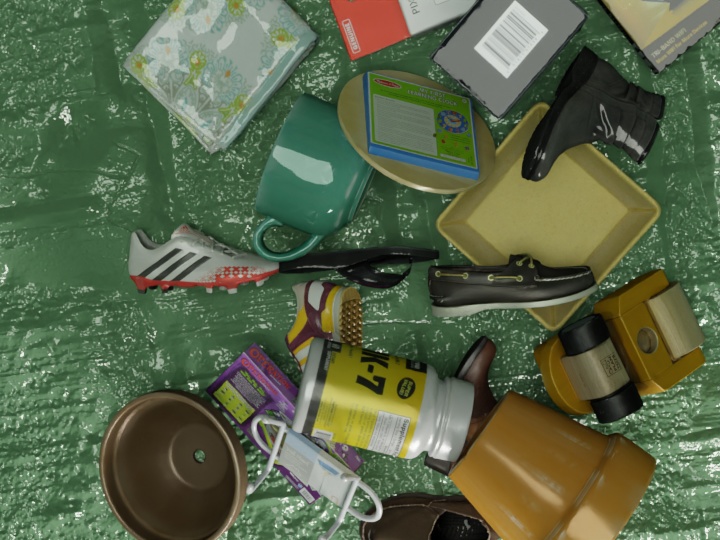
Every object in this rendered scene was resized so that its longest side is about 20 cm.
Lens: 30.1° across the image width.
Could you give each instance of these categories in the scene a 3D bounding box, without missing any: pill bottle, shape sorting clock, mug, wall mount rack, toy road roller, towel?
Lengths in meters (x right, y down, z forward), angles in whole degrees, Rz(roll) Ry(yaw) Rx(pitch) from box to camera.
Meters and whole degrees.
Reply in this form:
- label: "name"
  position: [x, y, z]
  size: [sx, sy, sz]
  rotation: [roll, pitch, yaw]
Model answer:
- label: "pill bottle"
  position: [0.026, 0.155, 1.570]
  size: [0.198, 0.114, 0.115]
  rotation: [14, 98, -3]
- label: "shape sorting clock"
  position: [0.066, -0.163, 1.569]
  size: [0.199, 0.200, 0.039]
  rotation: [33, 137, 2]
- label: "mug"
  position: [-0.049, -0.107, 1.605]
  size: [0.113, 0.152, 0.186]
  rotation: [23, 125, 2]
- label: "wall mount rack"
  position: [-0.064, 0.239, 1.599]
  size: [0.199, 0.075, 0.175]
  rotation: [33, 138, 14]
- label: "toy road roller"
  position: [0.299, 0.096, 1.608]
  size: [0.199, 0.146, 0.124]
  rotation: [-28, 93, -28]
- label: "towel"
  position: [-0.173, -0.269, 1.649]
  size: [0.171, 0.048, 0.200]
  rotation: [43, 99, 0]

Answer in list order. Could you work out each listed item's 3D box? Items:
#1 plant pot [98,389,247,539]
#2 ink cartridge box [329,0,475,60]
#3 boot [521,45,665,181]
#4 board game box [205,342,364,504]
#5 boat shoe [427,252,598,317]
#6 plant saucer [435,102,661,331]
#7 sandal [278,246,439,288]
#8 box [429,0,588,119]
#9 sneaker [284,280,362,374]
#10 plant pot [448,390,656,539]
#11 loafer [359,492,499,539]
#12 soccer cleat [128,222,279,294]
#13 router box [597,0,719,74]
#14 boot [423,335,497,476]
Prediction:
- label: "plant pot"
  position: [-0.220, 0.243, 1.679]
  size: [0.199, 0.093, 0.203]
  rotation: [3, 98, 22]
- label: "ink cartridge box"
  position: [0.032, -0.377, 1.614]
  size: [0.172, 0.044, 0.202]
  rotation: [-20, 93, 8]
- label: "boot"
  position: [0.276, -0.159, 1.546]
  size: [0.131, 0.070, 0.201]
  rotation: [32, 65, -2]
- label: "board game box"
  position: [-0.097, 0.193, 1.668]
  size: [0.200, 0.032, 0.120]
  rotation: [48, 142, 0]
- label: "boat shoe"
  position: [0.177, 0.012, 1.574]
  size: [0.199, 0.072, 0.061]
  rotation: [-8, 99, 11]
- label: "plant saucer"
  position: [0.226, -0.065, 1.620]
  size: [0.200, 0.048, 0.200]
  rotation: [41, 100, 2]
- label: "sandal"
  position: [0.000, 0.000, 1.639]
  size: [0.198, 0.075, 0.049]
  rotation: [-5, 84, 8]
- label: "box"
  position: [0.170, -0.262, 1.528]
  size: [0.107, 0.200, 0.149]
  rotation: [41, 99, 1]
- label: "sneaker"
  position: [-0.049, 0.111, 1.671]
  size: [0.089, 0.075, 0.202]
  rotation: [10, 102, 29]
- label: "plant pot"
  position: [0.210, 0.242, 1.551]
  size: [0.183, 0.200, 0.201]
  rotation: [37, 99, 6]
- label: "loafer"
  position: [0.085, 0.316, 1.659]
  size: [0.198, 0.071, 0.074]
  rotation: [-13, 94, 21]
- label: "soccer cleat"
  position: [-0.197, -0.017, 1.671]
  size: [0.198, 0.069, 0.086]
  rotation: [-2, 100, 12]
- label: "router box"
  position: [0.377, -0.354, 1.566]
  size: [0.200, 0.052, 0.158]
  rotation: [-40, 90, 10]
- label: "boot"
  position: [0.197, 0.195, 1.642]
  size: [0.198, 0.068, 0.190]
  rotation: [19, 98, 4]
